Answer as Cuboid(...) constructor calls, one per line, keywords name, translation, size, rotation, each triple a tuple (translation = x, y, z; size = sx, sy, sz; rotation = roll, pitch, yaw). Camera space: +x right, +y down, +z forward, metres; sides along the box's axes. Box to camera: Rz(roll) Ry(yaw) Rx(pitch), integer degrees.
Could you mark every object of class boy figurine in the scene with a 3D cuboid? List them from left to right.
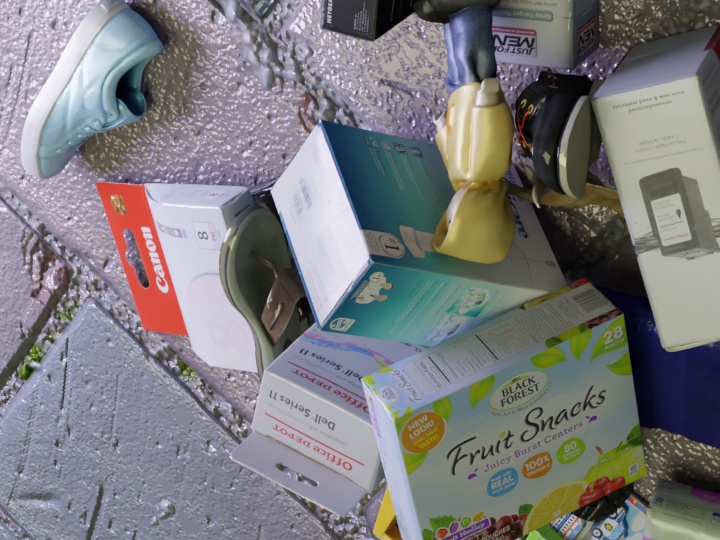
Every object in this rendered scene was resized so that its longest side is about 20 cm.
Cuboid(name="boy figurine", translation=(0.078, -0.105, 1.359), size=(0.064, 0.124, 0.202), rotation=(-2, 89, -15))

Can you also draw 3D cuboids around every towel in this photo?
Cuboid(name="towel", translation=(0.268, 0.080, 1.462), size=(0.199, 0.050, 0.148), rotation=(15, 143, 21))

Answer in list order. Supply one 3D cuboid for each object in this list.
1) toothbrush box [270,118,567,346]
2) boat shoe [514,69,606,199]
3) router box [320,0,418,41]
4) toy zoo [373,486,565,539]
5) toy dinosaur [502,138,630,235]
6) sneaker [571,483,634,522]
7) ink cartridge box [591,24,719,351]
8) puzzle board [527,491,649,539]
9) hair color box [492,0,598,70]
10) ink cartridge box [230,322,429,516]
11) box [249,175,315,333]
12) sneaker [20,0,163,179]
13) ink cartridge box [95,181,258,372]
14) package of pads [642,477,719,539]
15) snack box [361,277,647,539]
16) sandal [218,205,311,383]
Cuboid(name="toothbrush box", translation=(0.048, -0.022, 1.424), size=(0.085, 0.199, 0.147), rotation=(-52, 45, 36))
Cuboid(name="boat shoe", translation=(0.142, -0.100, 1.325), size=(0.063, 0.201, 0.074), rotation=(7, 108, 10))
Cuboid(name="router box", translation=(0.029, -0.290, 1.363), size=(0.051, 0.149, 0.201), rotation=(17, 120, 20))
Cuboid(name="toy zoo", translation=(0.092, 0.237, 1.648), size=(0.200, 0.020, 0.132), rotation=(40, 126, 16))
Cuboid(name="toy dinosaur", translation=(0.157, -0.068, 1.401), size=(0.101, 0.199, 0.059), rotation=(17, 92, 34))
Cuboid(name="sneaker", translation=(0.156, 0.127, 1.529), size=(0.076, 0.088, 0.200), rotation=(-43, 120, -1))
Cuboid(name="ink cartridge box", translation=(0.249, -0.062, 1.352), size=(0.083, 0.145, 0.201), rotation=(-11, 108, 24))
Cuboid(name="puzzle board", translation=(0.194, 0.268, 1.621), size=(0.150, 0.017, 0.201), rotation=(37, 125, 8))
Cuboid(name="hair color box", translation=(0.125, -0.260, 1.379), size=(0.098, 0.061, 0.201), rotation=(9, 116, 25))
Cuboid(name="ink cartridge box", translation=(-0.008, 0.103, 1.479), size=(0.117, 0.200, 0.068), rotation=(25, 125, 16))
Cuboid(name="box", translation=(0.000, 0.000, 1.579), size=(0.160, 0.049, 0.201), rotation=(-14, 106, 37))
Cuboid(name="sneaker", translation=(-0.238, -0.144, 1.624), size=(0.082, 0.074, 0.200), rotation=(40, 126, 10))
Cuboid(name="ink cartridge box", translation=(-0.162, 0.004, 1.639), size=(0.199, 0.057, 0.164), rotation=(2, 118, 36))
Cuboid(name="package of pads", translation=(0.306, 0.284, 1.528), size=(0.153, 0.068, 0.201), rotation=(13, 120, 14))
Cuboid(name="snack box", translation=(0.114, 0.122, 1.408), size=(0.068, 0.199, 0.170), rotation=(46, 155, 52))
Cuboid(name="sandal", translation=(-0.063, 0.032, 1.556), size=(0.057, 0.080, 0.202), rotation=(5, 126, 37))
